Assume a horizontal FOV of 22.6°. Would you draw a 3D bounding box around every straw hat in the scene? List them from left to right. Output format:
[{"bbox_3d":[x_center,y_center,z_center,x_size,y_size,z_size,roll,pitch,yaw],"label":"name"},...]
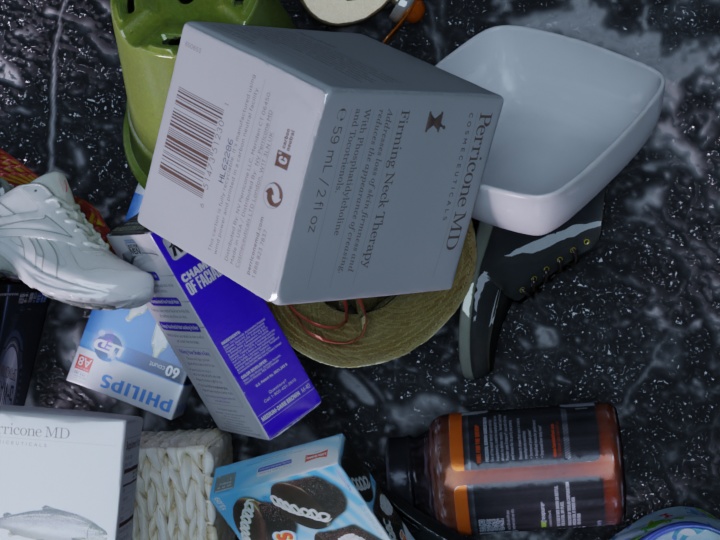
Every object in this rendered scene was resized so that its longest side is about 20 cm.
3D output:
[{"bbox_3d":[0.000,0.000,1.558,0.200,0.085,0.202,0,70,0],"label":"straw hat"}]

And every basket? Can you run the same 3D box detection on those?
[{"bbox_3d":[-0.190,0.235,1.525,0.160,0.200,0.199,-3,88,0],"label":"basket"}]

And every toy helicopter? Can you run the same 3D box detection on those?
[{"bbox_3d":[0.037,-0.277,1.567,0.200,0.079,0.132,-31,86,-2],"label":"toy helicopter"}]

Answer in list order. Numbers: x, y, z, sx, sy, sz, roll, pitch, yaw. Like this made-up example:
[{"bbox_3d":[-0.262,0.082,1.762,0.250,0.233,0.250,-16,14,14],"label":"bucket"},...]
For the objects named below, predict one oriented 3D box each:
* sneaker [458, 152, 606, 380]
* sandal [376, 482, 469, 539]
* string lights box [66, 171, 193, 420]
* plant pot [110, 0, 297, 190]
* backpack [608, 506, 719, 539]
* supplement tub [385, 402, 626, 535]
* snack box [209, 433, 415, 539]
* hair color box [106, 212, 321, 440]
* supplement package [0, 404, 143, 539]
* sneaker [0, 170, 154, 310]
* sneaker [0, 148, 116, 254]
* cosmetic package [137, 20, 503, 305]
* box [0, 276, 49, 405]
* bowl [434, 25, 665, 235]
[{"bbox_3d":[0.148,0.003,1.553,0.106,0.075,0.201,12,89,8],"label":"sneaker"},{"bbox_3d":[0.012,0.220,1.505,0.200,0.048,0.075,25,124,4],"label":"sandal"},{"bbox_3d":[-0.173,0.019,1.589,0.103,0.059,0.200,20,91,3],"label":"string lights box"},{"bbox_3d":[-0.124,-0.175,1.487,0.199,0.190,0.200,-4,61,8],"label":"plant pot"},{"bbox_3d":[0.256,0.307,1.510,0.200,0.147,0.183,-36,89,1],"label":"backpack"},{"bbox_3d":[0.123,0.170,1.540,0.199,0.107,0.107,-4,89,4],"label":"supplement tub"},{"bbox_3d":[-0.024,0.221,1.459,0.116,0.037,0.200,-18,127,21],"label":"snack box"},{"bbox_3d":[-0.122,0.039,1.498,0.065,0.109,0.200,-36,106,-22],"label":"hair color box"},{"bbox_3d":[-0.235,0.206,1.368,0.117,0.117,0.201,4,87,-1],"label":"supplement package"},{"bbox_3d":[-0.251,-0.030,1.480,0.200,0.078,0.100,19,88,21],"label":"sneaker"},{"bbox_3d":[-0.276,-0.035,1.579,0.073,0.077,0.200,-38,65,-24],"label":"sneaker"},{"bbox_3d":[-0.030,-0.085,1.380,0.166,0.200,0.168,28,112,38],"label":"cosmetic package"},{"bbox_3d":[-0.326,0.083,1.531,0.043,0.200,0.161,14,90,6],"label":"box"},{"bbox_3d":[0.133,-0.110,1.503,0.200,0.075,0.200,24,52,34],"label":"bowl"}]
